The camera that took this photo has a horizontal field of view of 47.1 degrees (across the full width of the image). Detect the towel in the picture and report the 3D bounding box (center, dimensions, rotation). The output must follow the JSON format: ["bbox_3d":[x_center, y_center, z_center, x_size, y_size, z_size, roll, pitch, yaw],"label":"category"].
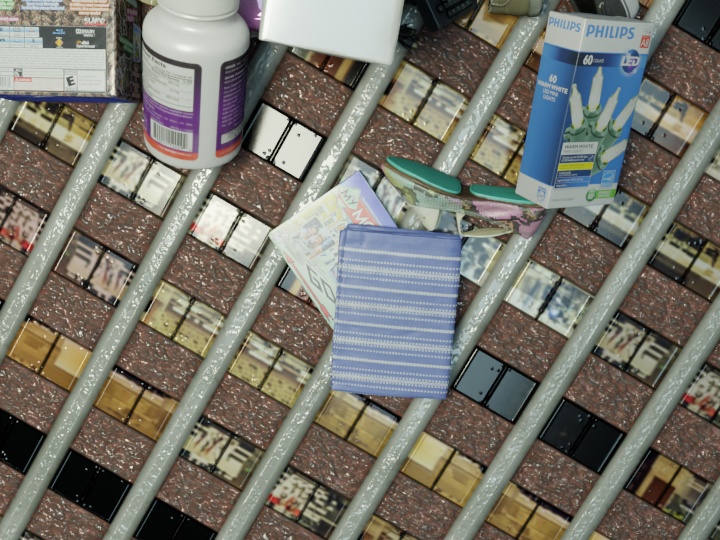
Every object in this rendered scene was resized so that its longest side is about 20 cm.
[{"bbox_3d":[0.040,0.049,0.971,0.144,0.024,0.201,5,99,-1],"label":"towel"}]

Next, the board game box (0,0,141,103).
[{"bbox_3d":[-0.338,-0.294,0.930,0.159,0.097,0.201,2,97,2],"label":"board game box"}]

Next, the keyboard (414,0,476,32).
[{"bbox_3d":[0.046,-0.357,0.893,0.127,0.021,0.200,-35,106,-22],"label":"keyboard"}]

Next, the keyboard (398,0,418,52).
[{"bbox_3d":[0.015,-0.314,0.910,0.199,0.021,0.128,4,91,-26],"label":"keyboard"}]

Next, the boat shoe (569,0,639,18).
[{"bbox_3d":[0.228,-0.323,0.889,0.066,0.070,0.200,-50,128,-1],"label":"boat shoe"}]

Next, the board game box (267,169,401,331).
[{"bbox_3d":[0.000,0.000,0.989,0.134,0.029,0.200,-34,95,7],"label":"board game box"}]

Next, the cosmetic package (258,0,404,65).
[{"bbox_3d":[-0.017,-0.302,0.759,0.122,0.199,0.201,8,106,-5],"label":"cosmetic package"}]

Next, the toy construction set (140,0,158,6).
[{"bbox_3d":[-0.196,-0.366,0.907,0.092,0.131,0.201,13,99,45],"label":"toy construction set"}]

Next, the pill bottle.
[{"bbox_3d":[-0.176,-0.219,0.884,0.111,0.112,0.200,13,131,1],"label":"pill bottle"}]

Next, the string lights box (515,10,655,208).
[{"bbox_3d":[0.241,-0.173,0.898,0.102,0.059,0.201,-7,116,-28],"label":"string lights box"}]

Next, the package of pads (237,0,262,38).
[{"bbox_3d":[-0.086,-0.357,0.924,0.120,0.076,0.201,3,98,-3],"label":"package of pads"}]

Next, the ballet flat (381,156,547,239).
[{"bbox_3d":[0.115,-0.076,0.962,0.199,0.069,0.071,14,116,0],"label":"ballet flat"}]

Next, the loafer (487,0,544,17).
[{"bbox_3d":[0.154,-0.378,0.912,0.069,0.075,0.201,-11,98,6],"label":"loafer"}]
